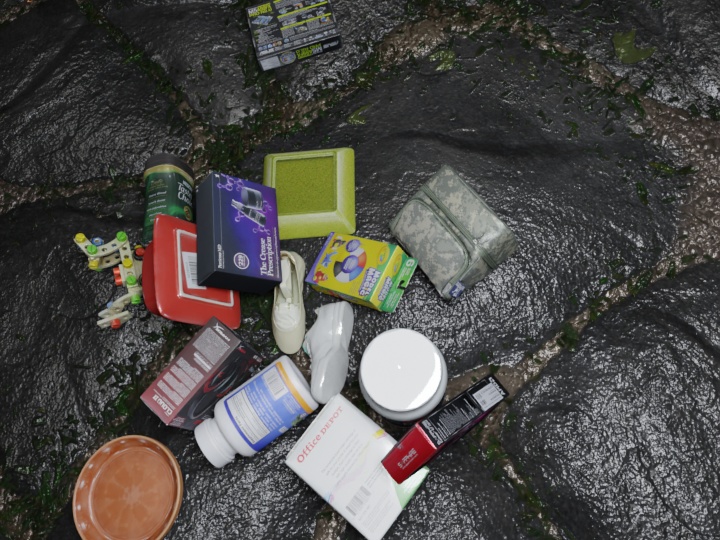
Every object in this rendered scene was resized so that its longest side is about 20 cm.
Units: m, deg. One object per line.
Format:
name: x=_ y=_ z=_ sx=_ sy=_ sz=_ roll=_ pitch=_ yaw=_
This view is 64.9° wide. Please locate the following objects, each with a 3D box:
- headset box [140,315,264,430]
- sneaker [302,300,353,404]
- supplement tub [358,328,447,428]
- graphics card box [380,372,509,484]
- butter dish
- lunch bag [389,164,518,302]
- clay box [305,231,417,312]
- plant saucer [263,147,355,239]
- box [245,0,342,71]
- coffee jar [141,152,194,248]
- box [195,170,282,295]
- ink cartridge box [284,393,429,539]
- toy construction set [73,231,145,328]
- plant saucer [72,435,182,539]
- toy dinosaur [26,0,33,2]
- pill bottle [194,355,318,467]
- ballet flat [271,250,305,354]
headset box: x=-0.279 y=0.195 z=1.000 sx=0.075 sy=0.149 sz=0.200 roll=37 pitch=78 yaw=18
sneaker: x=-0.070 y=0.149 z=1.027 sx=0.088 sy=0.075 sz=0.201 roll=-6 pitch=48 yaw=22
supplement tub: x=0.072 y=0.179 z=0.930 sx=0.139 sy=0.200 sz=0.142 roll=-3 pitch=70 yaw=7
graphics card box: x=0.135 y=0.246 z=0.889 sx=0.199 sy=0.126 sz=0.051 roll=-20 pitch=61 yaw=-43
butter dish: x=-0.342 y=0.021 z=1.075 sx=0.147 sy=0.199 sz=0.202 roll=-20 pitch=67 yaw=28
lunch bag: x=0.166 y=-0.063 z=1.037 sx=0.168 sy=0.139 sz=0.200 roll=-43 pitch=67 yaw=12
clay box: x=0.000 y=0.000 z=1.043 sx=0.199 sy=0.048 sz=0.116 roll=13 pitch=70 yaw=42
plant saucer: x=-0.112 y=-0.169 z=1.163 sx=0.198 sy=0.048 sz=0.202 roll=-4 pitch=70 yaw=7
box: x=-0.155 y=-0.564 z=1.314 sx=0.198 sy=0.044 sz=0.161 roll=-17 pitch=68 yaw=1
coffee jar: x=-0.391 y=-0.135 z=1.158 sx=0.085 sy=0.104 sz=0.202 roll=-13 pitch=69 yaw=15
box: x=-0.229 y=-0.068 z=1.061 sx=0.140 sy=0.079 sz=0.202 roll=9 pitch=63 yaw=-36
ink cartridge box: x=-0.005 y=0.328 z=0.948 sx=0.199 sy=0.088 sz=0.146 roll=36 pitch=78 yaw=16
toy construction set: x=-0.484 y=0.011 z=1.125 sx=0.130 sy=0.092 sz=0.202 roll=-12 pitch=75 yaw=-23
plant saucer: x=-0.411 y=0.399 z=1.008 sx=0.198 sy=0.032 sz=0.202 roll=-3 pitch=71 yaw=7
toy dinosaur: x=-0.812 y=-0.771 z=1.467 sx=0.135 sy=0.102 sz=0.202 roll=-6 pitch=83 yaw=30
pill bottle: x=-0.182 y=0.250 z=0.987 sx=0.199 sy=0.112 sz=0.112 roll=-35 pitch=69 yaw=-5
ballet flat: x=-0.141 y=0.055 z=1.077 sx=0.069 sy=0.070 sz=0.202 roll=-5 pitch=70 yaw=6
